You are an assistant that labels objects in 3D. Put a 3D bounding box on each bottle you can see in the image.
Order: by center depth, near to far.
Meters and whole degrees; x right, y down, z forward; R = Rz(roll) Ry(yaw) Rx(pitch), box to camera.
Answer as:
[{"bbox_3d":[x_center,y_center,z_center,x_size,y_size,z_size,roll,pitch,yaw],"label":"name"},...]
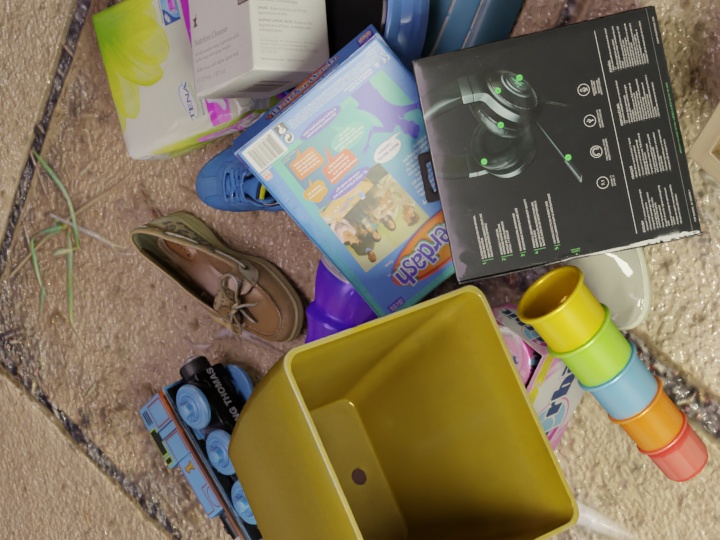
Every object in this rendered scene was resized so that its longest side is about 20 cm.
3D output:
[{"bbox_3d":[0.000,0.000,1.422,0.201,0.065,0.084,-70,25,13],"label":"bottle"}]

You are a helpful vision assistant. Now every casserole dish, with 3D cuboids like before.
[{"bbox_3d":[0.070,-0.224,1.358,0.121,0.039,0.200,38,121,27],"label":"casserole dish"}]

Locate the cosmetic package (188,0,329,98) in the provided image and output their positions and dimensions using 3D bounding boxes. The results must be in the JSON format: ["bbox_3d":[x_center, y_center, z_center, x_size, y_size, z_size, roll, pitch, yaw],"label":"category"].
[{"bbox_3d":[-0.092,-0.256,1.390,0.113,0.081,0.201,-14,81,55],"label":"cosmetic package"}]

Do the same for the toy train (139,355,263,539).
[{"bbox_3d":[-0.130,0.182,1.590,0.200,0.087,0.114,58,137,10],"label":"toy train"}]

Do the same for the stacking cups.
[{"bbox_3d":[0.202,0.083,1.260,0.060,0.061,0.200,-20,123,40],"label":"stacking cups"}]

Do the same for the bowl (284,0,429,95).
[{"bbox_3d":[-0.018,-0.225,1.392,0.200,0.039,0.202,4,95,53],"label":"bowl"}]

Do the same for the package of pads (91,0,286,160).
[{"bbox_3d":[-0.160,-0.194,1.524,0.200,0.068,0.155,-13,92,48],"label":"package of pads"}]

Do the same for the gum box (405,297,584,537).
[{"bbox_3d":[0.121,0.120,1.347,0.066,0.113,0.201,37,121,27],"label":"gum box"}]

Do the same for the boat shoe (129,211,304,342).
[{"bbox_3d":[-0.140,0.012,1.567,0.200,0.063,0.074,31,118,29],"label":"boat shoe"}]

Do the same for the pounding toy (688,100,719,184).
[{"bbox_3d":[0.369,-0.109,1.097,0.184,0.142,0.200,46,136,22],"label":"pounding toy"}]

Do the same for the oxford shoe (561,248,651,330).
[{"bbox_3d":[0.172,-0.043,1.305,0.075,0.058,0.201,-24,86,38],"label":"oxford shoe"}]

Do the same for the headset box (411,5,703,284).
[{"bbox_3d":[0.142,-0.090,1.232,0.199,0.093,0.175,-13,89,8],"label":"headset box"}]

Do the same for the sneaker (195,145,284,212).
[{"bbox_3d":[-0.094,-0.086,1.499,0.200,0.078,0.066,-2,101,41],"label":"sneaker"}]

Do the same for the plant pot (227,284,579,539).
[{"bbox_3d":[0.011,0.153,1.255,0.176,0.200,0.201,-31,80,52],"label":"plant pot"}]

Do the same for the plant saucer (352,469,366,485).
[{"bbox_3d":[0.012,0.127,1.456,0.200,0.037,0.201,-14,70,45],"label":"plant saucer"}]

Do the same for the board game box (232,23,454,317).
[{"bbox_3d":[0.016,-0.076,1.330,0.152,0.045,0.200,-38,108,7],"label":"board game box"}]
